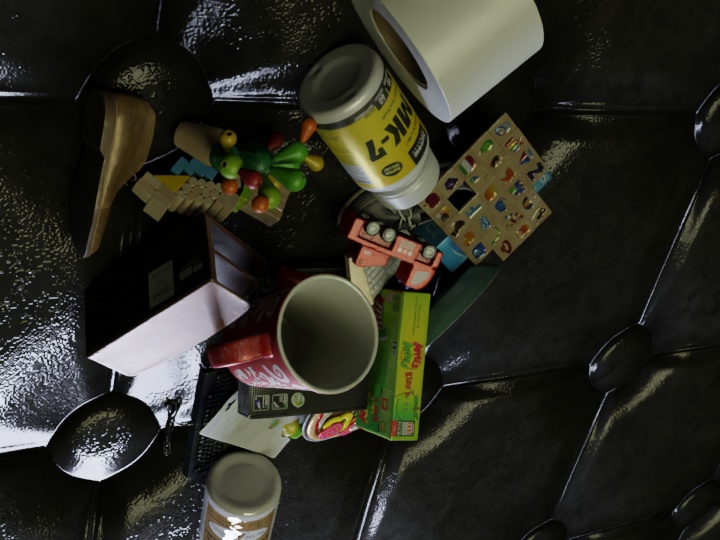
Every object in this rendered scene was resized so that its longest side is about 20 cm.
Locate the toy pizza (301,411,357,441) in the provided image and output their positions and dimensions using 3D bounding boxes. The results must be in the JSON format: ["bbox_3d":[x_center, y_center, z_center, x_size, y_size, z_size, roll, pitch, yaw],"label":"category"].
[{"bbox_3d":[-0.002,0.201,1.530,0.198,0.032,0.201,-31,154,-17],"label":"toy pizza"}]

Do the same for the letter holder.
[{"bbox_3d":[-0.216,0.047,1.225,0.198,0.102,0.142,-29,140,20],"label":"letter holder"}]

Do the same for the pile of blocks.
[{"bbox_3d":[-0.182,-0.097,1.219,0.197,0.084,0.062,4,162,-26],"label":"pile of blocks"}]

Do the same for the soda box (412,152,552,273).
[{"bbox_3d":[0.173,-0.097,1.432,0.200,0.068,0.064,-44,134,4],"label":"soda box"}]

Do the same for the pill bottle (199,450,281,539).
[{"bbox_3d":[-0.188,0.380,1.527,0.113,0.115,0.202,-10,136,-26],"label":"pill bottle"}]

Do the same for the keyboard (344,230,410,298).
[{"bbox_3d":[0.006,0.015,1.391,0.201,0.011,0.056,-50,116,-22],"label":"keyboard"}]

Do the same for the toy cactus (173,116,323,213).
[{"bbox_3d":[-0.136,-0.137,1.145,0.200,0.163,0.104,-42,151,-64],"label":"toy cactus"}]

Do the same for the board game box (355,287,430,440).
[{"bbox_3d":[0.045,0.129,1.414,0.047,0.101,0.204,5,90,-29],"label":"board game box"}]

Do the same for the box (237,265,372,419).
[{"bbox_3d":[-0.074,0.095,1.375,0.190,0.047,0.204,2,93,-31],"label":"box"}]

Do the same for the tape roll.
[{"bbox_3d":[0.095,-0.292,1.139,0.138,0.203,0.203,-37,135,-2],"label":"tape roll"}]

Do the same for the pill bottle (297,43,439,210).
[{"bbox_3d":[0.017,-0.172,1.243,0.114,0.115,0.200,-40,135,1],"label":"pill bottle"}]

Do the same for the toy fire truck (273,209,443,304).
[{"bbox_3d":[0.000,0.000,1.327,0.198,0.049,0.143,21,100,-24],"label":"toy fire truck"}]

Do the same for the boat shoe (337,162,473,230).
[{"bbox_3d":[0.064,-0.090,1.371,0.197,0.063,0.073,-22,133,-18],"label":"boat shoe"}]

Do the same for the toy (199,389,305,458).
[{"bbox_3d":[-0.148,0.204,1.461,0.115,0.047,0.200,-47,144,5],"label":"toy"}]

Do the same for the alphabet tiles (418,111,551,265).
[{"bbox_3d":[0.187,-0.100,1.387,0.167,0.008,0.200,-45,132,4],"label":"alphabet tiles"}]

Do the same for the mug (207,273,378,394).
[{"bbox_3d":[-0.101,0.075,1.207,0.175,0.199,0.136,21,73,-26],"label":"mug"}]

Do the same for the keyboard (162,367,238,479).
[{"bbox_3d":[-0.231,0.223,1.451,0.125,0.021,0.203,-6,125,-30],"label":"keyboard"}]

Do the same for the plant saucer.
[{"bbox_3d":[0.123,0.052,1.472,0.200,0.036,0.200,-46,180,0],"label":"plant saucer"}]

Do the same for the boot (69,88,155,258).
[{"bbox_3d":[-0.281,-0.104,1.137,0.075,0.073,0.203,-4,123,-42],"label":"boot"}]
